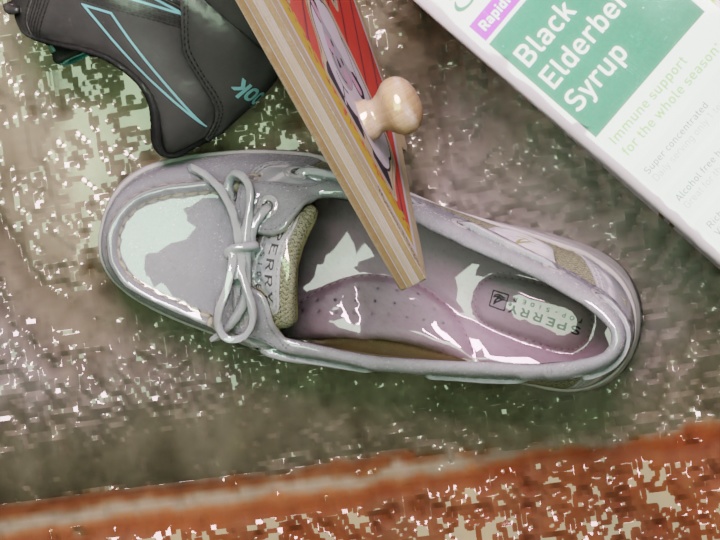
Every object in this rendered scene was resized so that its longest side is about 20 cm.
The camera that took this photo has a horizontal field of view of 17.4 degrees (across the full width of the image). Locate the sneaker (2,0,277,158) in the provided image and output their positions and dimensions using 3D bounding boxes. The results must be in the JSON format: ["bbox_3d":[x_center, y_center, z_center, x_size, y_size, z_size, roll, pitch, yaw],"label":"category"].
[{"bbox_3d":[-0.110,-0.125,0.850,0.200,0.075,0.079,41,99,6],"label":"sneaker"}]

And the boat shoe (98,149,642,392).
[{"bbox_3d":[0.000,0.002,0.840,0.201,0.065,0.075,15,94,8],"label":"boat shoe"}]

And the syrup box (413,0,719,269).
[{"bbox_3d":[0.108,-0.066,0.814,0.200,0.081,0.079,42,96,4],"label":"syrup box"}]

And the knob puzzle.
[{"bbox_3d":[-0.019,-0.118,0.784,0.030,0.220,0.220,-23,88,10],"label":"knob puzzle"}]
